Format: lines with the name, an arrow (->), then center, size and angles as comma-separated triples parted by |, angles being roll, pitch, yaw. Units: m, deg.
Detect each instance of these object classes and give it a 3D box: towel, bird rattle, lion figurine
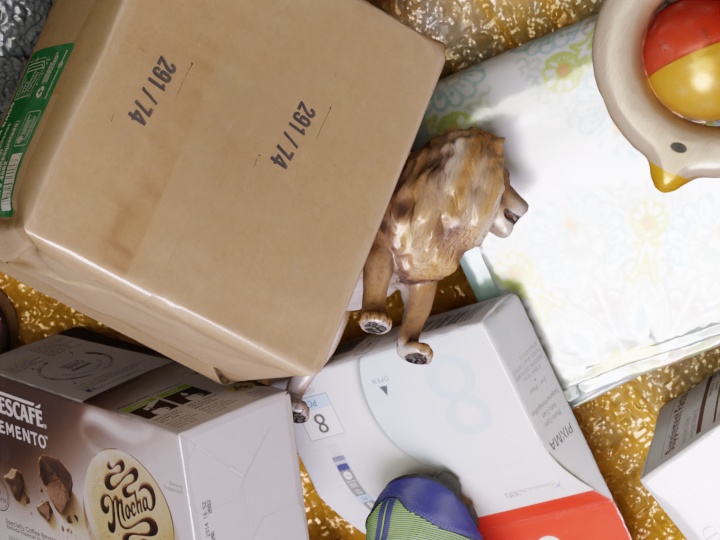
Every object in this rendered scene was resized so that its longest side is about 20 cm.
towel -> 0.133, -0.035, 1.562 | 0.171, 0.048, 0.200 | -22, 100, 14
bird rattle -> 0.198, -0.125, 1.469 | 0.163, 0.113, 0.200 | -23, 97, 3
lion figurine -> 0.000, 0.000, 1.539 | 0.200, 0.123, 0.072 | -21, 139, 40

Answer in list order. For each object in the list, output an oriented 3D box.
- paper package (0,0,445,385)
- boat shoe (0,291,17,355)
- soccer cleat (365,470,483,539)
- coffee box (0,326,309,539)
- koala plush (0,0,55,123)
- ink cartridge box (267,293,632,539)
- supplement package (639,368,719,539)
paper package -> -0.081, -0.065, 1.467 | 0.190, 0.103, 0.200 | 28, 74, -23
boat shoe -> -0.240, 0.109, 1.665 | 0.070, 0.070, 0.201 | 5, 107, 11
soccer cleat -> 0.061, 0.202, 1.580 | 0.065, 0.084, 0.200 | -15, 121, 35
coffee box -> -0.123, 0.110, 1.579 | 0.200, 0.080, 0.113 | 14, 118, 48
koala plush -> -0.194, -0.112, 1.551 | 0.177, 0.184, 0.201 | 6, 95, 9
ink cartridge box -> 0.056, 0.125, 1.593 | 0.160, 0.047, 0.200 | -18, 101, 37
supplement package -> 0.266, 0.083, 1.529 | 0.200, 0.117, 0.117 | -37, 96, 19
